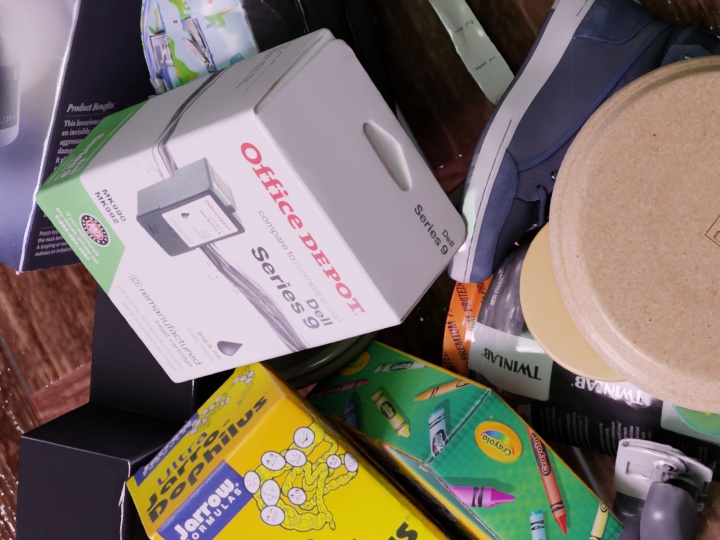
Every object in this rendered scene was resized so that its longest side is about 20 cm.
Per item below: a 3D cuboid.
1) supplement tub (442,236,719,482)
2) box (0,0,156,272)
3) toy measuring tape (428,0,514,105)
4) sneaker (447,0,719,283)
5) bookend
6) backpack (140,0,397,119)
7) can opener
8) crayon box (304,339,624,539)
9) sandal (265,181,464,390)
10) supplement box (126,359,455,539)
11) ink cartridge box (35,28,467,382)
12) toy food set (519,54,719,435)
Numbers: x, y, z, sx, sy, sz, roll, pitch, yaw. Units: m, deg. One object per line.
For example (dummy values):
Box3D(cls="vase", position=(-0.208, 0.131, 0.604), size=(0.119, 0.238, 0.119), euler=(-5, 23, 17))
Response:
Box3D(cls="supplement tub", position=(0.156, 0.047, 1.226), size=(0.199, 0.122, 0.123), euler=(12, 105, 18))
Box3D(cls="box", position=(-0.228, -0.130, 1.324), size=(0.199, 0.123, 0.199), euler=(23, 108, 27))
Box3D(cls="toy measuring tape", position=(0.049, -0.185, 1.245), size=(0.073, 0.074, 0.200), euler=(-33, 86, 24))
Box3D(cls="sneaker", position=(0.145, -0.060, 1.194), size=(0.146, 0.077, 0.203), euler=(25, 72, 11))
Box3D(cls="bookend", position=(-0.129, 0.088, 1.305), size=(0.092, 0.199, 0.201), euler=(10, 104, 21))
Box3D(cls="backpack", position=(-0.051, -0.122, 1.266), size=(0.153, 0.163, 0.201), euler=(-24, 98, 32))
Box3D(cls="can opener", position=(0.164, 0.150, 1.208), size=(0.053, 0.200, 0.067), euler=(16, 66, 11))
Box3D(cls="crayon box", position=(0.055, 0.110, 1.226), size=(0.058, 0.200, 0.119), euler=(-48, 110, -9))
Box3D(cls="sandal", position=(0.001, -0.001, 1.290), size=(0.201, 0.080, 0.057), euler=(-42, 108, 7))
Box3D(cls="supplement box", position=(-0.020, 0.159, 1.198), size=(0.200, 0.110, 0.109), euler=(44, 88, -16))
Box3D(cls="ink cartridge box", position=(-0.062, -0.031, 1.173), size=(0.200, 0.084, 0.146), euler=(-17, 116, 46))
Box3D(cls="toy food set", position=(0.197, -0.015, 1.132), size=(0.197, 0.049, 0.201), euler=(22, 83, 5))
